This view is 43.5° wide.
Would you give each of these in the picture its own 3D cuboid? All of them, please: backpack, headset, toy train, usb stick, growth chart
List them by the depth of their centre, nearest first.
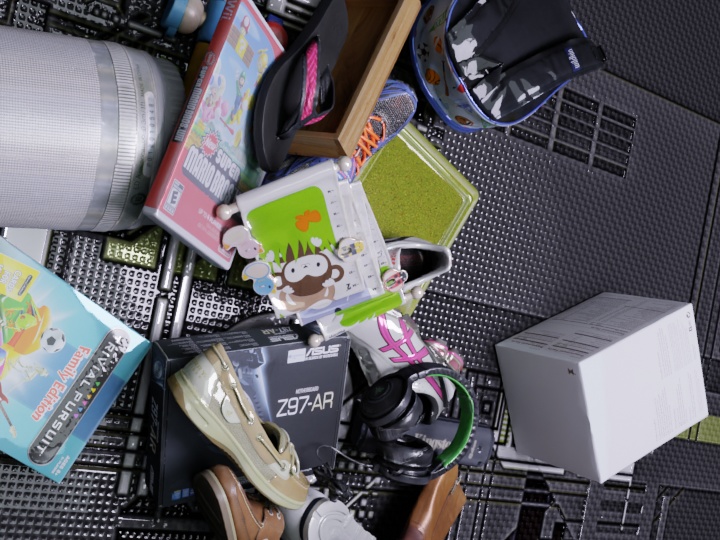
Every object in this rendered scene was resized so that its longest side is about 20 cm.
[{"bbox_3d":[-0.037,-0.012,0.832,0.143,0.018,0.201,-29,128,0],"label":"growth chart"},{"bbox_3d":[-0.154,-0.163,0.865,0.114,0.084,0.203,20,85,-20],"label":"toy train"},{"bbox_3d":[0.043,0.176,0.941,0.198,0.094,0.125,-20,108,-21],"label":"headset"},{"bbox_3d":[0.143,-0.252,0.996,0.191,0.153,0.201,-45,109,-29],"label":"backpack"},{"bbox_3d":[0.076,0.194,1.057,0.198,0.032,0.056,15,85,-32],"label":"usb stick"}]

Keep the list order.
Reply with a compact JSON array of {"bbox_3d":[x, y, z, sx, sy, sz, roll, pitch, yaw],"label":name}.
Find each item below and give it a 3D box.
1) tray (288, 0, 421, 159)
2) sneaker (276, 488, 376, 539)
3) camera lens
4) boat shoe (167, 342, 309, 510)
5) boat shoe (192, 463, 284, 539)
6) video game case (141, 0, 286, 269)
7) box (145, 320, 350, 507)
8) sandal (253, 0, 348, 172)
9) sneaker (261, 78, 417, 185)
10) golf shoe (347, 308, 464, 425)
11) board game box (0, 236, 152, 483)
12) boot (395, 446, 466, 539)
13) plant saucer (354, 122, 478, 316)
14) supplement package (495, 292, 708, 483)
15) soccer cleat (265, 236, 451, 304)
[{"bbox_3d":[-0.020,-0.204,0.904,0.202,0.098,0.037,-67,148,-23],"label":"tray"},{"bbox_3d":[-0.038,0.298,0.977,0.077,0.080,0.202,-51,137,-33],"label":"sneaker"},{"bbox_3d":[-0.261,-0.115,0.751,0.198,0.159,0.163,1,93,-31],"label":"camera lens"},{"bbox_3d":[-0.099,0.151,0.849,0.063,0.073,0.201,-40,120,-5],"label":"boat shoe"},{"bbox_3d":[-0.114,0.246,0.890,0.067,0.072,0.201,-26,142,-21],"label":"boat shoe"},{"bbox_3d":[-0.113,-0.115,0.783,0.143,0.017,0.202,47,60,-67],"label":"video game case"},{"bbox_3d":[-0.112,0.140,0.906,0.198,0.043,0.162,-4,113,-32],"label":"box"},{"bbox_3d":[-0.044,-0.177,0.832,0.075,0.045,0.202,72,37,-57],"label":"sandal"},{"bbox_3d":[-0.019,-0.114,0.912,0.199,0.079,0.075,-40,131,3],"label":"sneaker"},{"bbox_3d":[0.034,0.097,0.993,0.199,0.072,0.093,35,65,-28],"label":"golf shoe"},{"bbox_3d":[-0.309,0.071,0.802,0.200,0.047,0.152,40,73,-27],"label":"board game box"},{"bbox_3d":[0.061,0.282,0.983,0.201,0.068,0.190,-53,141,-29],"label":"boot"},{"bbox_3d":[0.039,-0.067,1.005,0.200,0.048,0.201,40,74,-28],"label":"plant saucer"},{"bbox_3d":[0.300,0.136,1.121,0.198,0.150,0.154,-21,105,-29],"label":"supplement package"},{"bbox_3d":[0.000,0.000,0.909,0.198,0.085,0.070,-9,93,-27],"label":"soccer cleat"}]
